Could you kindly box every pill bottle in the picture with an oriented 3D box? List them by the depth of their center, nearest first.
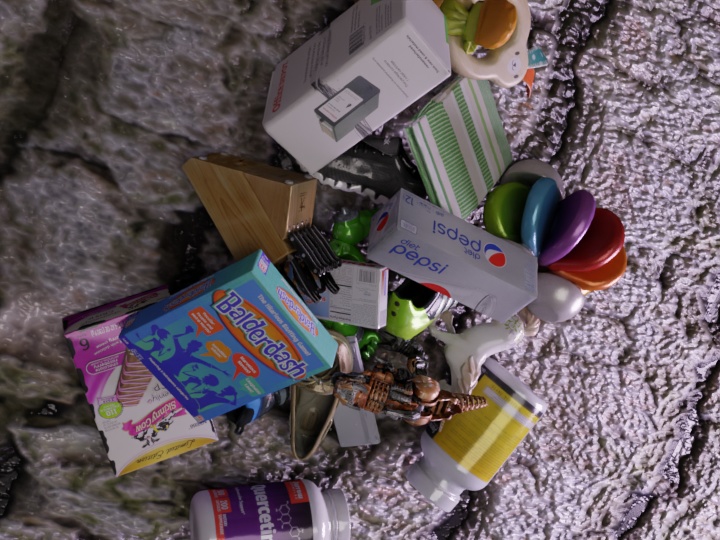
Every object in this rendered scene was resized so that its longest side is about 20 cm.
[{"bbox_3d":[-0.119,0.335,1.281,0.199,0.112,0.113,-3,108,-18],"label":"pill bottle"},{"bbox_3d":[0.153,0.226,1.337,0.112,0.112,0.200,38,92,-25],"label":"pill bottle"}]

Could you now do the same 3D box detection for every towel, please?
[{"bbox_3d":[0.123,-0.154,1.192,0.200,0.023,0.153,-50,124,-45],"label":"towel"}]

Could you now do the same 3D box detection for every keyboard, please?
[{"bbox_3d":[-0.017,0.162,1.277,0.056,0.011,0.200,-3,129,11],"label":"keyboard"}]

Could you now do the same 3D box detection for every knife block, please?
[{"bbox_3d":[-0.116,-0.032,1.133,0.199,0.064,0.176,17,109,21],"label":"knife block"}]

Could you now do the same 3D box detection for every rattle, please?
[{"bbox_3d":[0.194,-0.262,1.156,0.200,0.143,0.130,41,70,-37],"label":"rattle"}]

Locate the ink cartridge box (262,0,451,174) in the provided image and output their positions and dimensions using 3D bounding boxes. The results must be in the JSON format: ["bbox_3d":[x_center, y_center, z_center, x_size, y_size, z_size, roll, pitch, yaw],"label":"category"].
[{"bbox_3d":[-0.004,-0.222,1.086,0.200,0.146,0.084,-33,121,25],"label":"ink cartridge box"}]

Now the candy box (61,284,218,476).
[{"bbox_3d":[-0.267,0.135,1.197,0.136,0.061,0.201,-19,112,-13],"label":"candy box"}]

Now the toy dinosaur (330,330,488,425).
[{"bbox_3d":[0.056,0.151,1.192,0.200,0.136,0.102,34,101,-26],"label":"toy dinosaur"}]

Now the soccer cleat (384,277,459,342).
[{"bbox_3d":[0.099,0.013,1.230,0.200,0.067,0.081,-40,153,-42],"label":"soccer cleat"}]

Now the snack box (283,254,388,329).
[{"bbox_3d":[-0.060,0.018,1.167,0.024,0.199,0.072,-20,115,-58],"label":"snack box"}]

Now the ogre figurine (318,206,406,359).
[{"bbox_3d":[0.000,0.000,1.225,0.120,0.098,0.200,19,112,-34],"label":"ogre figurine"}]

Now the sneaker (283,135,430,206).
[{"bbox_3d":[0.008,-0.133,1.177,0.200,0.067,0.091,26,119,-6],"label":"sneaker"}]

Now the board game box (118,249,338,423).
[{"bbox_3d":[-0.150,0.080,1.110,0.200,0.045,0.152,-26,117,25],"label":"board game box"}]

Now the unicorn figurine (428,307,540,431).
[{"bbox_3d":[0.146,0.095,1.285,0.200,0.138,0.074,-33,152,7],"label":"unicorn figurine"}]

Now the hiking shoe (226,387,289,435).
[{"bbox_3d":[-0.162,0.107,1.205,0.087,0.074,0.200,-39,115,-24],"label":"hiking shoe"}]

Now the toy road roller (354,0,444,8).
[{"bbox_3d":[0.049,-0.405,1.117,0.122,0.146,0.200,1,144,-19],"label":"toy road roller"}]

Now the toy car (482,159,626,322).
[{"bbox_3d":[0.252,-0.045,1.238,0.200,0.150,0.175,34,65,-19],"label":"toy car"}]

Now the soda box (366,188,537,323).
[{"bbox_3d":[0.108,-0.014,1.135,0.200,0.064,0.068,26,138,-21],"label":"soda box"}]

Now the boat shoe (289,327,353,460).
[{"bbox_3d":[-0.056,0.156,1.229,0.073,0.063,0.201,15,131,-3],"label":"boat shoe"}]
